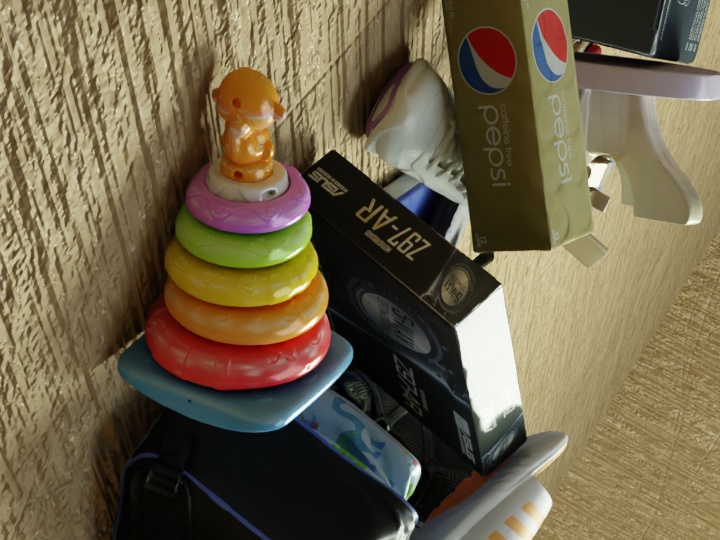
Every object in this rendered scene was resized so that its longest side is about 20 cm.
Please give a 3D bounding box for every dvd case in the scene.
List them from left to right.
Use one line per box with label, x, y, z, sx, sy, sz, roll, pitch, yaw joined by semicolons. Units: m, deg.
dvd case;0.074;-0.043;1.526;0.200;0.017;0.143;-9;123;-83

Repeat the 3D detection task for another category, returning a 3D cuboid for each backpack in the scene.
backpack;-0.059;0.162;1.217;0.147;0.183;0.200;-52;173;-34

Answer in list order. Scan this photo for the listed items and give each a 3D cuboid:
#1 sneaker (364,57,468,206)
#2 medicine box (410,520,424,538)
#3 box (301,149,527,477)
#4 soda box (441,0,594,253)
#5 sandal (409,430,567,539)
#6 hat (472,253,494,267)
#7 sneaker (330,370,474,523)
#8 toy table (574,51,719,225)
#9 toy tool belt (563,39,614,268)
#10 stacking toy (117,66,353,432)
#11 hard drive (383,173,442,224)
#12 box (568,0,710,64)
sneaker;0.065;-0.091;1.319;0.075;0.099;0.200;-59;164;4
medicine box;-0.031;0.238;1.416;0.103;0.199;0.183;-52;163;-28
box;0.034;0.032;1.253;0.043;0.160;0.200;-40;149;-17
soda box;0.106;-0.115;1.274;0.068;0.064;0.201;-21;105;-54
sandal;0.073;0.193;1.303;0.207;0.059;0.079;-42;-174;-8
hat;0.061;0.076;1.561;0.201;0.081;0.201;-44;176;-4
sneaker;0.023;0.142;1.391;0.114;0.200;0.076;10;120;-46
toy table;0.185;-0.105;1.450;0.183;0.200;0.118;-2;101;-33
toy tool belt;0.198;-0.110;1.685;0.125;0.123;0.201;-35;151;-59
stacking toy;-0.066;-0.023;1.049;0.110;0.116;0.201;-43;143;-50
hard drive;0.000;0.000;1.417;0.200;0.025;0.132;-37;152;-57
box;0.209;-0.244;1.442;0.200;0.107;0.149;-13;117;-71
